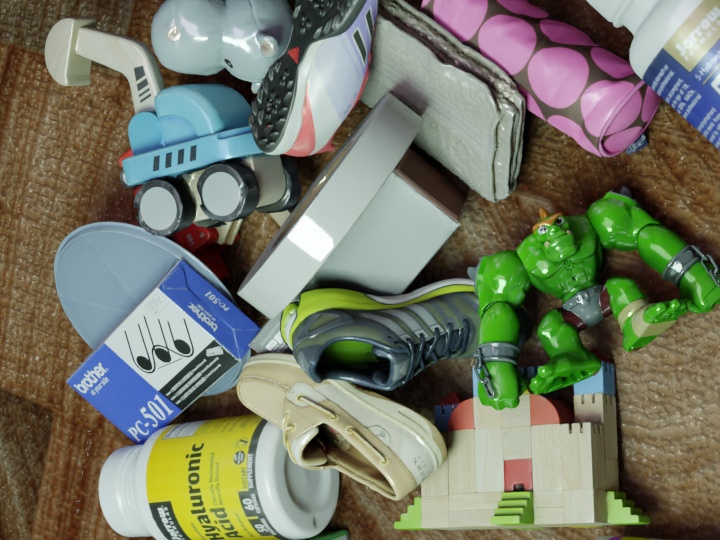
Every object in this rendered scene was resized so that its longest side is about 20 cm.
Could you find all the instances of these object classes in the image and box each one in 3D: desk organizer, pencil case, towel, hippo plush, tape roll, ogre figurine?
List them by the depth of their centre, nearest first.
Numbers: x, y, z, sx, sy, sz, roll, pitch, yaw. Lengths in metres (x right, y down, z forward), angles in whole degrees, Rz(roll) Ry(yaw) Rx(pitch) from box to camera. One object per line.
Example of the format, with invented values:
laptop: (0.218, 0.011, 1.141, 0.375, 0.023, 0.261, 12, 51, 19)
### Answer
ogre figurine: (0.165, 0.016, 1.220, 0.200, 0.098, 0.120, -36, 64, 19)
pencil case: (0.142, -0.169, 1.237, 0.200, 0.094, 0.091, 39, 155, 24)
tape roll: (-0.025, -0.051, 1.263, 0.037, 0.203, 0.203, 37, 113, -5)
towel: (0.050, -0.146, 1.279, 0.200, 0.034, 0.133, 39, 155, 25)
desk organizer: (0.000, 0.000, 1.321, 0.072, 0.077, 0.200, 38, 113, -4)
hippo plush: (-0.101, -0.229, 1.338, 0.199, 0.159, 0.161, 2, 82, -8)

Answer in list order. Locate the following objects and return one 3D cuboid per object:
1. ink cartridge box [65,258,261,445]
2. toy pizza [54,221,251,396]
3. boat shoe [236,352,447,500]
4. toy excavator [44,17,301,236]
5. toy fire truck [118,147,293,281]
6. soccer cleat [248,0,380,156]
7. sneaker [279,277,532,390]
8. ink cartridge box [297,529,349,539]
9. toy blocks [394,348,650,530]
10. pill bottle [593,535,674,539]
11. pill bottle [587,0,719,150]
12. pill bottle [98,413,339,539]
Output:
ink cartridge box: (-0.176, 0.077, 1.406, 0.094, 0.044, 0.200, 42, 138, -6)
toy pizza: (-0.182, 0.032, 1.426, 0.200, 0.032, 0.201, 17, 135, 18)
boat shoe: (-0.029, 0.125, 1.274, 0.200, 0.069, 0.074, 18, 141, 34)
toy excavator: (-0.162, -0.130, 1.346, 0.194, 0.100, 0.201, -11, 91, 28)
toy fire truck: (-0.122, -0.052, 1.422, 0.141, 0.049, 0.200, -34, 75, 28)
soccer cleat: (-0.018, -0.174, 1.244, 0.068, 0.073, 0.200, 55, 129, 39)
sneaker: (0.039, 0.059, 1.258, 0.199, 0.081, 0.074, -6, 125, -5)
ink cartridge box: (-0.122, 0.285, 1.381, 0.199, 0.146, 0.084, -13, 87, 32)
toy blocks: (0.124, 0.134, 1.265, 0.199, 0.100, 0.137, -8, 76, 31)
pill bottle: (0.262, 0.251, 1.169, 0.199, 0.104, 0.105, -2, 91, 31)
pill bottle: (0.260, -0.159, 1.123, 0.200, 0.120, 0.120, 43, 113, 9)
pill bottle: (-0.127, 0.186, 1.400, 0.199, 0.111, 0.112, -11, 86, 32)
